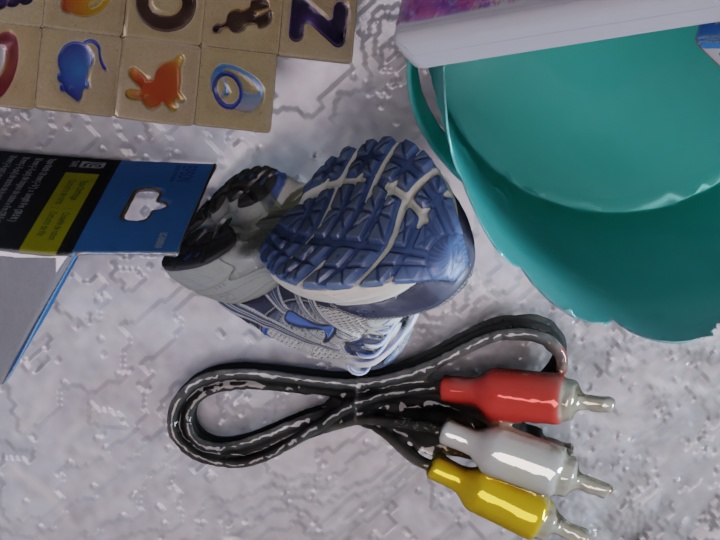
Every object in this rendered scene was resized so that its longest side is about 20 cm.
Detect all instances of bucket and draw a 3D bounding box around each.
[{"bbox_3d":[0.119,-0.085,0.997,0.206,0.135,0.208,-2,108,-5],"label":"bucket"}]

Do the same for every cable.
[{"bbox_3d":[0.015,0.061,1.106,0.199,0.050,0.097,9,107,-1],"label":"cable"}]

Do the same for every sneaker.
[{"bbox_3d":[0.000,0.000,1.033,0.085,0.200,0.077,44,73,-22],"label":"sneaker"}]

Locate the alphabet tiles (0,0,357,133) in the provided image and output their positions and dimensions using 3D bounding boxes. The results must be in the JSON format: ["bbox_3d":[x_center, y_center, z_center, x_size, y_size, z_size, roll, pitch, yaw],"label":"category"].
[{"bbox_3d":[-0.093,-0.145,1.025,0.199,0.006,0.167,5,90,-18],"label":"alphabet tiles"}]

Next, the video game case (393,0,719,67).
[{"bbox_3d":[0.116,-0.162,0.868,0.199,0.183,0.024,-6,147,31],"label":"video game case"}]

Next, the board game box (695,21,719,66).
[{"bbox_3d":[0.230,-0.111,0.909,0.196,0.056,0.200,39,66,-34],"label":"board game box"}]

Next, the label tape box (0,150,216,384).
[{"bbox_3d":[-0.168,-0.006,1.047,0.199,0.144,0.064,5,108,2],"label":"label tape box"}]
